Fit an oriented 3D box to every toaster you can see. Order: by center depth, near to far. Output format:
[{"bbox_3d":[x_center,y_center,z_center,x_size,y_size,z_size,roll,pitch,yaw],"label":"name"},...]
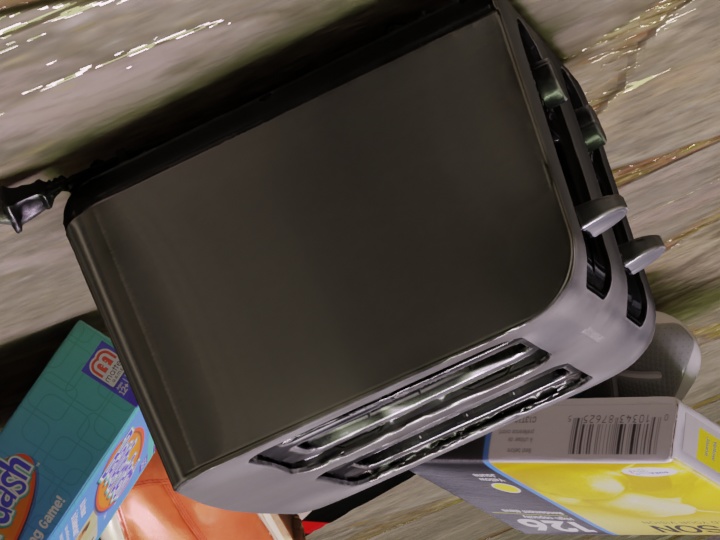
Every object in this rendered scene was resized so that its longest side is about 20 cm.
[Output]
[{"bbox_3d":[0.000,0.000,0.946,0.199,0.119,0.181,-25,166,10],"label":"toaster"}]

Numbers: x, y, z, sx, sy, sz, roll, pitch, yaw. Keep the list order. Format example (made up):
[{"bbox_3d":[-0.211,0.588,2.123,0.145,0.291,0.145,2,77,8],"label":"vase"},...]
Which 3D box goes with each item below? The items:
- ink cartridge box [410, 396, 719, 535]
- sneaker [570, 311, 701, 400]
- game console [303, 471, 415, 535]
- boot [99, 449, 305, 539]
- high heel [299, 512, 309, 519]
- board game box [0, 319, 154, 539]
[{"bbox_3d":[0.152,0.124,1.547,0.197,0.047,0.200,-5,153,39],"label":"ink cartridge box"},{"bbox_3d":[0.161,0.053,1.555,0.080,0.071,0.200,-30,175,-18],"label":"sneaker"},{"bbox_3d":[-0.063,0.144,1.616,0.176,0.031,0.200,-31,166,12],"label":"game console"},{"bbox_3d":[-0.082,0.130,1.345,0.107,0.075,0.201,-20,141,-2],"label":"boot"},{"bbox_3d":[-0.098,0.114,1.434,0.199,0.096,0.068,-28,127,-31],"label":"high heel"},{"bbox_3d":[-0.157,0.131,1.132,0.201,0.045,0.152,-56,175,-17],"label":"board game box"}]
